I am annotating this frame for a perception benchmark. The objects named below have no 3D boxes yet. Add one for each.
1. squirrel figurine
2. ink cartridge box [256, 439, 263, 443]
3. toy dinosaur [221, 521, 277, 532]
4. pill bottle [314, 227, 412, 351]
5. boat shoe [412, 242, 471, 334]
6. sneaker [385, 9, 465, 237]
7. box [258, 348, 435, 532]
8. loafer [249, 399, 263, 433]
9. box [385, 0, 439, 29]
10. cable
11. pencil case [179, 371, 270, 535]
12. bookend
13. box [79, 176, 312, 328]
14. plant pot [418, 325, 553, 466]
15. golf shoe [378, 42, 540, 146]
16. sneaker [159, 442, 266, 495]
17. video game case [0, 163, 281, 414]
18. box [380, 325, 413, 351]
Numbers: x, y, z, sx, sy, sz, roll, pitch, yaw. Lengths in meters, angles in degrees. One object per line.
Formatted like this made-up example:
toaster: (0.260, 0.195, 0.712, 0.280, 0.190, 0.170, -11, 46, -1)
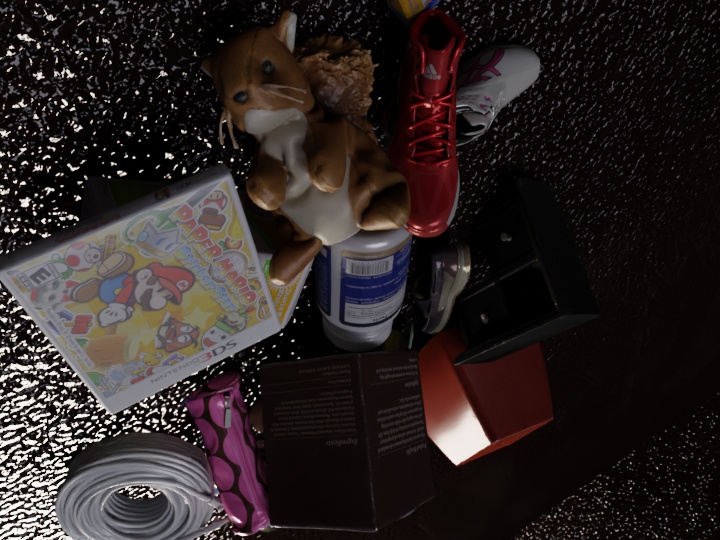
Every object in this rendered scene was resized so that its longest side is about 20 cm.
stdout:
squirrel figurine: (-0.052, -0.128, 0.542, 0.140, 0.202, 0.187, -21, 123, 28)
ink cartridge box: (-0.097, 0.338, 1.027, 0.198, 0.116, 0.068, 2, 130, -39)
toy dinosaur: (-0.157, 0.441, 1.123, 0.199, 0.077, 0.103, -39, 136, -1)
pill bottle: (0.000, 0.000, 0.744, 0.114, 0.116, 0.202, -19, 140, -21)
boat shoe: (0.106, 0.027, 0.901, 0.064, 0.073, 0.201, 5, 148, -6)
sneaker: (0.057, -0.140, 0.565, 0.077, 0.204, 0.116, -3, 167, 4)
box: (-0.017, 0.212, 0.809, 0.162, 0.204, 0.165, -11, 169, 30)
loafer: (-0.096, 0.237, 0.954, 0.067, 0.077, 0.200, -12, 141, 30)
box: (0.093, -0.306, 0.513, 0.200, 0.042, 0.119, -44, 174, 12)
cable: (-0.295, 0.299, 0.825, 0.198, 0.070, 0.201, -27, 124, 6)
pencil case: (-0.161, 0.239, 0.802, 0.090, 0.203, 0.093, -26, -172, -41)
bookend: (0.205, 0.007, 0.886, 0.091, 0.203, 0.198, 3, 154, -40)
box: (-0.162, -0.012, 0.605, 0.197, 0.113, 0.102, 0, 129, -36)
plant pot: (0.200, 0.203, 1.026, 0.197, 0.178, 0.201, -11, 153, -30)
golf shoe: (0.123, -0.177, 0.674, 0.198, 0.092, 0.073, -30, 141, -11)
sneaker: (-0.209, 0.296, 0.921, 0.197, 0.072, 0.073, -17, 119, 3)
video game case: (-0.170, 0.026, 0.529, 0.180, 0.023, 0.202, -26, 139, -15)
box: (0.039, 0.186, 0.972, 0.048, 0.118, 0.202, 17, 128, -2)
